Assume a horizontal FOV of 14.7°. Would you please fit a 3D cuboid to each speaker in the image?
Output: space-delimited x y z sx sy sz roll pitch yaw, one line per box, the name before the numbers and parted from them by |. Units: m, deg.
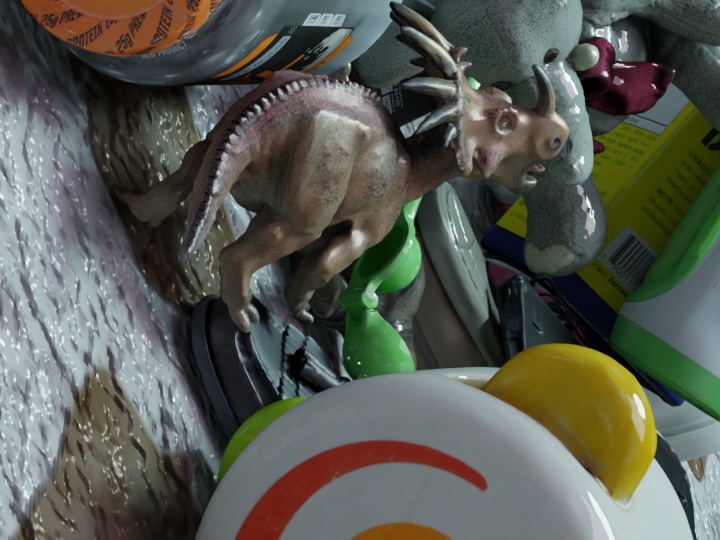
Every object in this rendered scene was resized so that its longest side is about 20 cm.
speaker | 0.209 -0.026 1.398 0.088 0.200 0.088 34 0 0

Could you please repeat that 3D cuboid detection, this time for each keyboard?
keyboard | 0.112 0.081 1.405 0.200 0.040 0.104 49 30 -41

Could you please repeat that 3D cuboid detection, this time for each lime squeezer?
lime squeezer | 0.026 0.012 1.221 0.038 0.070 0.201 154 -65 -75

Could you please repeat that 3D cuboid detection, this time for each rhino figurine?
rhino figurine | 0.000 0.000 1.285 0.087 0.060 0.201 20 54 -87

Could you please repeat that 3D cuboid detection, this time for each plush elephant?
plush elephant | 0.090 -0.101 1.321 0.201 0.164 0.155 61 24 -2

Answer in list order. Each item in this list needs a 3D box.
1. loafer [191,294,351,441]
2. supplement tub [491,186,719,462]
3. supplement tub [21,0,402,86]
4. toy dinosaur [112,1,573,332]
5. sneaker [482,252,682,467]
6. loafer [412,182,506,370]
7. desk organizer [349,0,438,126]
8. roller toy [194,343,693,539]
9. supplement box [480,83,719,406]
loafer | -0.004 0.081 1.204 0.200 0.063 0.072 60 23 -30
supplement tub | 0.170 -0.003 1.626 0.201 0.140 0.140 66 21 -15
supplement tub | -0.063 -0.137 1.150 0.200 0.122 0.123 -12 84 -69
toy dinosaur | -0.012 -0.052 1.142 0.086 0.136 0.200 54 26 19
sneaker | 0.090 0.057 1.491 0.200 0.080 0.086 52 3 -37
loafer | 0.046 0.048 1.382 0.072 0.063 0.201 -84 155 -60
desk organizer | -0.013 -0.173 1.374 0.072 0.077 0.201 -27 116 -39
roller toy | 0.033 0.130 1.076 0.140 0.199 0.183 1 78 -68
supplement box | 0.181 -0.044 1.489 0.109 0.200 0.109 43 -3 -19
